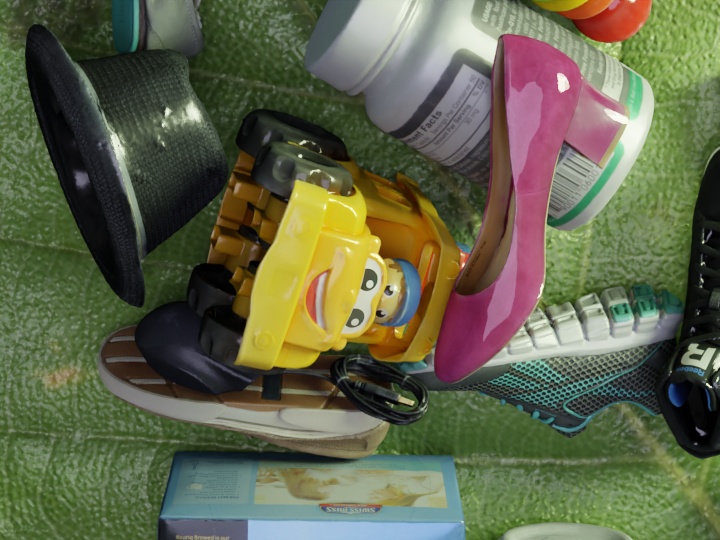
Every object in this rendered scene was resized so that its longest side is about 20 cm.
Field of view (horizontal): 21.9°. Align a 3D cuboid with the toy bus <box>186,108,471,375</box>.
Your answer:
[{"bbox_3d":[0.000,0.000,1.162,0.191,0.200,0.136,18,103,-13],"label":"toy bus"}]

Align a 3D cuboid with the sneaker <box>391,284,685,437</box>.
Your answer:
[{"bbox_3d":[0.121,0.072,1.241,0.199,0.078,0.092,-7,108,3],"label":"sneaker"}]

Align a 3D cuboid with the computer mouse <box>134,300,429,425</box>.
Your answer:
[{"bbox_3d":[-0.051,0.058,1.209,0.199,0.059,0.034,12,134,5],"label":"computer mouse"}]

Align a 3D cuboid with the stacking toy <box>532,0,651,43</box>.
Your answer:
[{"bbox_3d":[0.115,-0.194,1.134,0.085,0.085,0.200,-50,144,10],"label":"stacking toy"}]

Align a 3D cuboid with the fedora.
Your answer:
[{"bbox_3d":[-0.137,-0.075,1.149,0.091,0.200,0.202,-22,104,-13],"label":"fedora"}]

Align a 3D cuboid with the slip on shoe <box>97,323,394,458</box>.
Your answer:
[{"bbox_3d":[-0.078,0.085,1.247,0.198,0.076,0.061,6,135,-1],"label":"slip on shoe"}]

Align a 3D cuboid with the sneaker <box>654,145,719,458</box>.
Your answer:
[{"bbox_3d":[0.233,0.026,1.184,0.073,0.112,0.201,8,114,32],"label":"sneaker"}]

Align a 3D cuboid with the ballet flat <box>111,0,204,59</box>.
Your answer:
[{"bbox_3d":[-0.130,-0.229,1.177,0.063,0.067,0.201,-10,106,-26],"label":"ballet flat"}]

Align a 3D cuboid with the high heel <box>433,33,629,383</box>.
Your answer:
[{"bbox_3d":[0.074,-0.035,1.087,0.096,0.067,0.201,28,98,-25],"label":"high heel"}]

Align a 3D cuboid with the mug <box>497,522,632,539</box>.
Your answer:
[{"bbox_3d":[0.159,0.263,1.263,0.199,0.147,0.177,-4,98,-31],"label":"mug"}]

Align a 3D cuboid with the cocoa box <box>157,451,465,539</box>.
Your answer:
[{"bbox_3d":[-0.033,0.201,1.237,0.198,0.133,0.132,1,103,-1],"label":"cocoa box"}]

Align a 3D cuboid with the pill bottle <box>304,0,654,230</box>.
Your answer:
[{"bbox_3d":[0.073,-0.118,1.161,0.199,0.113,0.113,29,102,-15],"label":"pill bottle"}]
